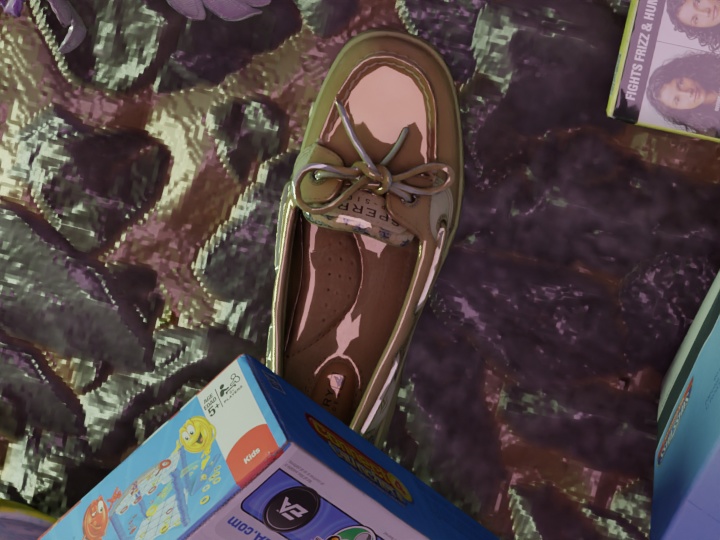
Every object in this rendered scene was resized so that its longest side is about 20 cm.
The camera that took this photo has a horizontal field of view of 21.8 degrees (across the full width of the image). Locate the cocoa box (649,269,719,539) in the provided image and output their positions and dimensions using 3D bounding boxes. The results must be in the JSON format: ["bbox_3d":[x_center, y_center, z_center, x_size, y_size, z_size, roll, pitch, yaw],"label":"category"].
[{"bbox_3d":[0.205,0.025,0.693,0.133,0.131,0.200,21,121,-1],"label":"cocoa box"}]

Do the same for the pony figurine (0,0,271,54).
[{"bbox_3d":[-0.150,-0.157,0.740,0.200,0.166,0.193,-28,87,24],"label":"pony figurine"}]

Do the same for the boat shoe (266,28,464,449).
[{"bbox_3d":[0.000,0.000,0.778,0.073,0.063,0.200,9,98,5],"label":"boat shoe"}]

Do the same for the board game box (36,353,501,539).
[{"bbox_3d":[-0.048,0.156,0.752,0.196,0.056,0.200,-42,132,9],"label":"board game box"}]

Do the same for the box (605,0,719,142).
[{"bbox_3d":[0.204,-0.075,0.755,0.200,0.050,0.075,14,99,3],"label":"box"}]

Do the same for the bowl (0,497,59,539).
[{"bbox_3d":[-0.204,0.174,0.787,0.108,0.200,0.201,22,103,46],"label":"bowl"}]
